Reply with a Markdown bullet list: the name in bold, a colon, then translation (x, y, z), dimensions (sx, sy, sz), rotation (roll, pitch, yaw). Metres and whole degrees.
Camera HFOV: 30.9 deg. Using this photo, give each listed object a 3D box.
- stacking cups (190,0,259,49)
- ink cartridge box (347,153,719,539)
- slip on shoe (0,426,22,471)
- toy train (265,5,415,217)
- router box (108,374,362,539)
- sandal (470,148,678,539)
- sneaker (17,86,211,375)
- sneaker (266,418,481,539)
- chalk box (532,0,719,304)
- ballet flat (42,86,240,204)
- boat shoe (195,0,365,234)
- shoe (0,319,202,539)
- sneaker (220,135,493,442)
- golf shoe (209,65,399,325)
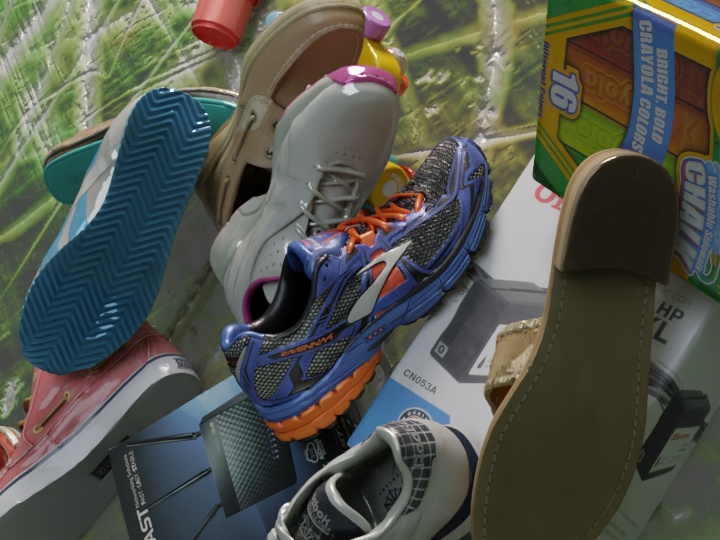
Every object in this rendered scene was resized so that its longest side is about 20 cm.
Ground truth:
- **stacking cups**: translation (-0.084, -0.268, 1.009), dimensions (0.060, 0.060, 0.202), rotation (12, 76, 33)
- **ink cartridge box**: translation (0.112, 0.057, 0.718), dimensions (0.145, 0.084, 0.201), rotation (30, 83, 36)
- **slip on shoe**: translation (-0.287, 0.198, 0.888), dimensions (0.074, 0.061, 0.201), rotation (19, 75, 36)
- **toy train**: translation (-0.015, -0.095, 0.888), dimensions (0.150, 0.055, 0.202), rotation (-27, 63, 48)
- **router box**: translation (-0.056, 0.161, 0.774), dimensions (0.149, 0.062, 0.201), rotation (-32, 55, 13)
- **sandal**: translation (0.100, 0.043, 0.642), dimensions (0.070, 0.077, 0.214), rotation (-126, 49, -75)
- **sneaker**: translation (-0.161, -0.024, 0.863), dimensions (0.201, 0.076, 0.081), rotation (-62, 17, -4)
- **sneaker**: translation (-0.024, 0.147, 0.666), dimensions (0.200, 0.080, 0.076), rotation (-50, 59, 15)
- **chalk box**: translation (0.194, -0.070, 0.631), dimensions (0.123, 0.126, 0.200), rotation (-18, 36, -27)
- **ballet flat**: translation (-0.145, -0.100, 0.952), dimensions (0.198, 0.069, 0.067), rotation (-10, 23, 26)
- **boat shoe**: translation (-0.046, -0.090, 0.831), dimensions (0.200, 0.071, 0.065), rotation (-55, 48, 45)
- **shoe**: translation (-0.202, 0.113, 0.880), dimensions (0.200, 0.072, 0.091), rotation (-44, 52, -3)
- **sneaker**: translation (0.000, 0.000, 0.728), dimensions (0.200, 0.078, 0.075), rotation (-52, 22, -10)
- **golf shoe**: translation (-0.026, -0.031, 0.780), dimensions (0.201, 0.075, 0.092), rotation (-58, 34, 40)
